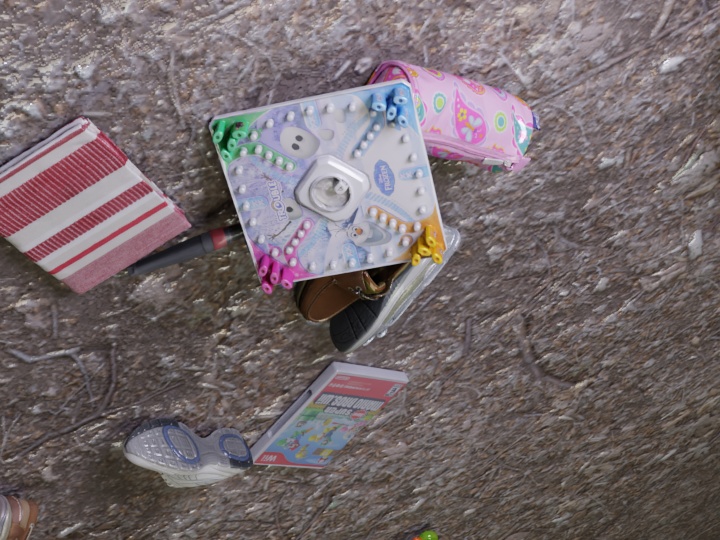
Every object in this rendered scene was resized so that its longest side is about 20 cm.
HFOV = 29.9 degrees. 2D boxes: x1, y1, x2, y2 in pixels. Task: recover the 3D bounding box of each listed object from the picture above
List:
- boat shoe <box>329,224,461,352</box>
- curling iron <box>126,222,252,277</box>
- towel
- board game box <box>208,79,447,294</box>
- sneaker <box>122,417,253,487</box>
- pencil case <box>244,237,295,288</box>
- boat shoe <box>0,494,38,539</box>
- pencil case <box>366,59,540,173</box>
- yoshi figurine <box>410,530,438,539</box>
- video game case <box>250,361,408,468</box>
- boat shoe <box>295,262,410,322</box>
[{"bbox_3d":[0.038,0.021,1.575,0.064,0.075,0.203,16,120,-42],"label":"boat shoe"},{"bbox_3d":[-0.151,-0.039,1.385,0.198,0.050,0.026,-28,147,9],"label":"curling iron"},{"bbox_3d":[-0.269,-0.058,1.288,0.143,0.023,0.200,-31,145,7],"label":"towel"},{"bbox_3d":[-0.029,-0.075,1.314,0.197,0.026,0.202,-10,125,9],"label":"board game box"},{"bbox_3d":[-0.223,0.240,1.683,0.087,0.075,0.199,-38,146,25],"label":"sneaker"},{"bbox_3d":[-0.024,-0.060,1.410,0.199,0.078,0.087,-33,124,9],"label":"pencil case"},{"bbox_3d":[-0.452,0.349,1.659,0.071,0.076,0.200,3,138,-41],"label":"boat shoe"},{"bbox_3d":[0.092,-0.152,1.366,0.198,0.088,0.088,11,131,-43],"label":"pencil case"},{"bbox_3d":[0.068,0.518,2.253,0.199,0.113,0.112,-39,161,13],"label":"yoshi figurine"},{"bbox_3d":[-0.044,0.197,1.802,0.142,0.018,0.200,12,130,-46],"label":"video game case"},{"bbox_3d":[0.000,0.000,1.519,0.071,0.068,0.200,11,131,-45],"label":"boat shoe"}]
